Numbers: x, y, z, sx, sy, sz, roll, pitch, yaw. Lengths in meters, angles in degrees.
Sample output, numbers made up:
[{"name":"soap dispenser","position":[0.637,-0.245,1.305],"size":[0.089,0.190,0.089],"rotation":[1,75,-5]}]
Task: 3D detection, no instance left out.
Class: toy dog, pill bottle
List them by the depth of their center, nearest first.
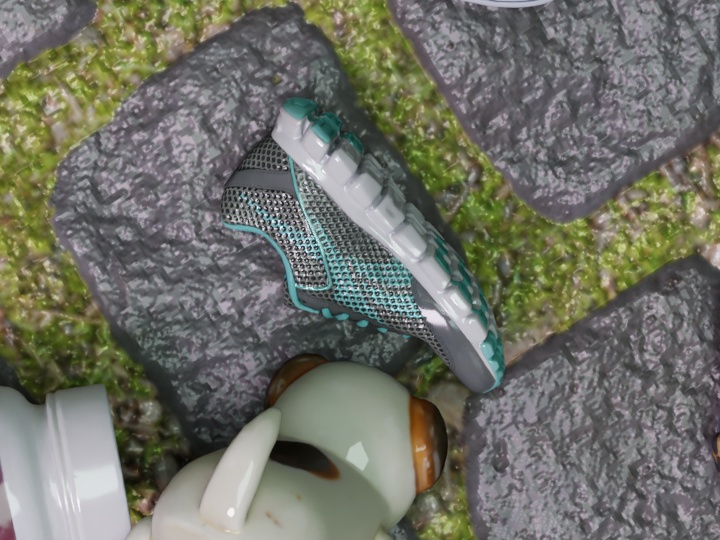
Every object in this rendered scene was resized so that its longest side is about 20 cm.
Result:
[{"name":"pill bottle","position":[-0.227,0.127,1.235],"size":[0.199,0.114,0.115],"rotation":[-11,99,-7]},{"name":"toy dog","position":[-0.041,0.126,1.240],"size":[0.139,0.200,0.195],"rotation":[12,124,26]}]

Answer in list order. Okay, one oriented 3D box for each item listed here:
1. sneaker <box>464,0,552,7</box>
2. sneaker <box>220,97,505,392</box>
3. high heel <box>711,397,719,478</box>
[{"name":"sneaker","position":[0.033,-0.199,1.258],"size":[0.199,0.071,0.073],"rotation":[21,93,-11]},{"name":"sneaker","position":[0.000,0.000,1.288],"size":[0.091,0.078,0.200],"rotation":[-40,98,13]},{"name":"high heel","position":[0.299,0.080,1.304],"size":[0.199,0.071,0.144],"rotation":[2,93,29]}]
